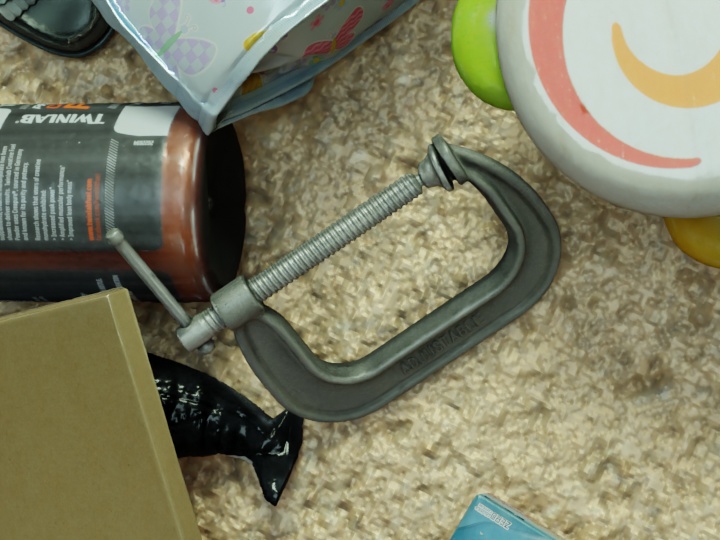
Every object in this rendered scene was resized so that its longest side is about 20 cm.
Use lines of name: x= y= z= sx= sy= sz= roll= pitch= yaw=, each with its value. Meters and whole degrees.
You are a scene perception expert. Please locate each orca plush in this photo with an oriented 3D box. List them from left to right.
orca plush: x=-0.135 y=0.083 z=0.962 sx=0.199 sy=0.071 sz=0.106 roll=21 pitch=88 yaw=12

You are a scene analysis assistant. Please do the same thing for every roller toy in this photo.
roller toy: x=0.166 y=-0.118 z=0.891 sx=0.200 sy=0.140 sz=0.183 roll=40 pitch=103 yaw=10

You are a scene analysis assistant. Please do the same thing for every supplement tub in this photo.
supplement tub: x=-0.167 y=-0.036 z=0.963 sx=0.199 sy=0.107 sz=0.107 roll=0 pitch=84 yaw=10

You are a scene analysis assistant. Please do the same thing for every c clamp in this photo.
c clamp: x=0.000 y=0.000 z=0.917 sx=0.200 sy=0.027 sz=0.171 roll=-29 pitch=123 yaw=2

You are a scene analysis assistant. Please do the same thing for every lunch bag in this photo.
lunch bag: x=-0.054 y=-0.188 z=0.941 sx=0.200 sy=0.127 sz=0.170 roll=-40 pitch=79 yaw=-14

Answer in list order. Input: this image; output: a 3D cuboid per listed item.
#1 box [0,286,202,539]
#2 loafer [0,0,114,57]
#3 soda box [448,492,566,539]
box: x=-0.158 y=0.120 z=0.937 sx=0.163 sy=0.021 sz=0.201 roll=-13 pitch=97 yaw=30
loafer: x=-0.215 y=-0.199 z=1.011 sx=0.072 sy=0.063 sz=0.200 roll=-43 pitch=78 yaw=4
soda box: x=0.129 y=0.188 z=0.900 sx=0.200 sy=0.068 sz=0.064 roll=31 pitch=89 yaw=11
